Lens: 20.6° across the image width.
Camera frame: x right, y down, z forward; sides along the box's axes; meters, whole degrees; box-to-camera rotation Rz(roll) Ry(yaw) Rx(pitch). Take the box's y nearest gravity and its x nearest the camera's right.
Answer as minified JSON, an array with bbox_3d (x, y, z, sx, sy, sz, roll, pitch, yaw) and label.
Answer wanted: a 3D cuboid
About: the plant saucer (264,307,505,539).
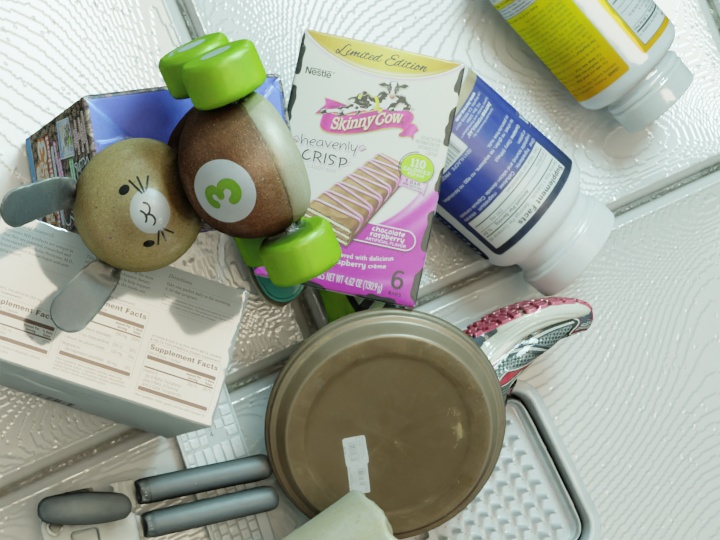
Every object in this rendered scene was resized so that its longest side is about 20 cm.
[{"bbox_3d":[0.022,0.129,1.596,0.198,0.029,0.202,-2,108,-7],"label":"plant saucer"}]

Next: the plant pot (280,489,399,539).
[{"bbox_3d":[-0.028,0.277,1.530,0.183,0.200,0.201,-41,98,-8],"label":"plant pot"}]

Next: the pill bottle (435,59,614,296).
[{"bbox_3d":[0.116,-0.076,1.703,0.200,0.116,0.116,41,70,-13],"label":"pill bottle"}]

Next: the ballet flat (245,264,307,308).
[{"bbox_3d":[-0.074,-0.070,1.654,0.067,0.062,0.202,-9,91,-2],"label":"ballet flat"}]

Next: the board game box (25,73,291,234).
[{"bbox_3d":[-0.158,-0.080,1.546,0.158,0.200,0.098,-9,88,-23],"label":"board game box"}]

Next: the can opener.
[{"bbox_3d":[-0.159,0.189,1.580,0.198,0.066,0.053,-10,87,-22],"label":"can opener"}]

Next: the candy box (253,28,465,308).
[{"bbox_3d":[-0.001,-0.081,1.596,0.135,0.061,0.202,11,90,-3],"label":"candy box"}]

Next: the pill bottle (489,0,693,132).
[{"bbox_3d":[0.203,-0.221,1.761,0.200,0.109,0.109,47,69,-10],"label":"pill bottle"}]

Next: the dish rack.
[{"bbox_3d":[0.095,0.205,1.695,0.199,0.043,0.173,-28,93,-23],"label":"dish rack"}]

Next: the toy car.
[{"bbox_3d":[-0.142,-0.047,1.371,0.199,0.158,0.165,-27,106,-11],"label":"toy car"}]

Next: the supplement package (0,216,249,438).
[{"bbox_3d":[-0.209,0.045,1.528,0.199,0.156,0.112,20,77,-15],"label":"supplement package"}]

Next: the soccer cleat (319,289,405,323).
[{"bbox_3d":[0.000,0.000,1.679,0.081,0.067,0.202,-12,94,-32],"label":"soccer cleat"}]

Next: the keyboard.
[{"bbox_3d":[-0.111,0.176,1.633,0.056,0.011,0.202,-19,90,-23],"label":"keyboard"}]

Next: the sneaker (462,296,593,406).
[{"bbox_3d":[0.113,0.079,1.672,0.199,0.081,0.075,-27,98,-21],"label":"sneaker"}]
